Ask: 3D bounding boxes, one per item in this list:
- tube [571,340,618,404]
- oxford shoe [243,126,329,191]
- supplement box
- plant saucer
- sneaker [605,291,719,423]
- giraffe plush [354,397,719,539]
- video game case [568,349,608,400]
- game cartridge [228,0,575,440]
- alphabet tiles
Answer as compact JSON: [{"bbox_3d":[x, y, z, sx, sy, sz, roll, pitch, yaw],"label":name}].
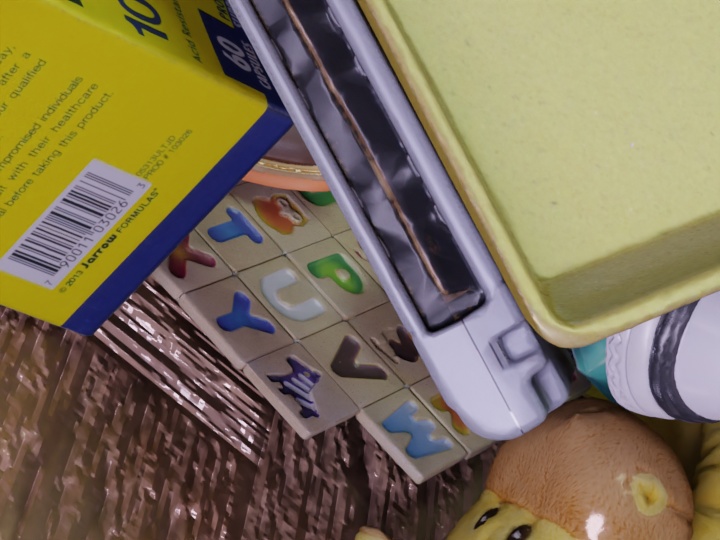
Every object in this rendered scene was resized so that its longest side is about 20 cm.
[{"bbox_3d":[0.136,0.051,1.043,0.200,0.050,0.078,36,25,-42],"label":"tube"},{"bbox_3d":[-0.073,-0.099,0.917,0.199,0.073,0.071,32,28,-16],"label":"oxford shoe"},{"bbox_3d":[-0.135,-0.079,0.757,0.199,0.110,0.109,23,32,-41],"label":"supplement box"},{"bbox_3d":[0.081,-0.084,0.765,0.199,0.048,0.201,-20,75,-29],"label":"plant saucer"},{"bbox_3d":[0.173,0.004,0.808,0.114,0.076,0.200,19,33,33],"label":"sneaker"},{"bbox_3d":[0.089,0.104,0.833,0.161,0.172,0.201,16,71,-32],"label":"giraffe plush"},{"bbox_3d":[0.053,-0.032,1.101,0.180,0.025,0.201,22,33,-43],"label":"video game case"},{"bbox_3d":[0.007,-0.044,0.801,0.201,0.041,0.133,62,3,1],"label":"game cartridge"},{"bbox_3d":[0.000,0.000,0.943,0.166,0.006,0.200,47,31,14],"label":"alphabet tiles"}]
